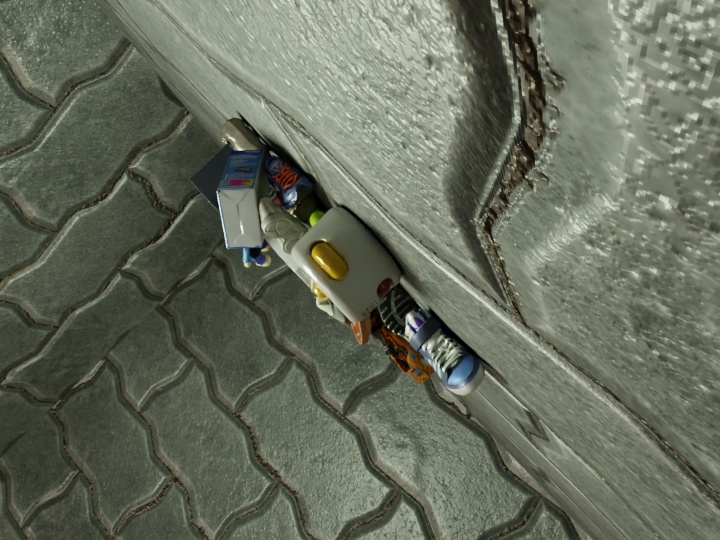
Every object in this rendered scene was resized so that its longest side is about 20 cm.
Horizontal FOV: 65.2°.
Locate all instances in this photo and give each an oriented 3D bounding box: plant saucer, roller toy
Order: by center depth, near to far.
[{"bbox_3d":[-0.029,-0.005,1.007,0.183,0.140,0.200,48,175,-26],"label":"roller toy"},{"bbox_3d":[-0.013,0.063,1.255,0.200,0.032,0.204,164,91,-82],"label":"plant saucer"}]

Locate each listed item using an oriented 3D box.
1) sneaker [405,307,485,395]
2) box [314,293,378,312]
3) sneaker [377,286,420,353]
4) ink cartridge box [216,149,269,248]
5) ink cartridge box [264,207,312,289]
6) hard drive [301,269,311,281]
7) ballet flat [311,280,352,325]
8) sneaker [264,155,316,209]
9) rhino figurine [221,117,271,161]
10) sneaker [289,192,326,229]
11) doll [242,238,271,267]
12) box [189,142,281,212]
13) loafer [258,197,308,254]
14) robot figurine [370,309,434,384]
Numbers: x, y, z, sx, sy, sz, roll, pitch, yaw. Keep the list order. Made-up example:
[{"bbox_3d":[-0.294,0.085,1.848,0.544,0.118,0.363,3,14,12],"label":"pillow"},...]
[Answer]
[{"bbox_3d":[0.141,0.142,1.059,0.146,0.081,0.200,44,-178,-15],"label":"sneaker"},{"bbox_3d":[-0.015,0.099,1.445,0.198,0.022,0.163,24,171,-13],"label":"box"},{"bbox_3d":[0.093,0.101,1.229,0.201,0.078,0.090,51,-179,-26],"label":"sneaker"},{"bbox_3d":[-0.231,-0.156,1.150,0.201,0.075,0.138,-89,-1,-54],"label":"ink cartridge box"},{"bbox_3d":[-0.135,-0.069,1.439,0.146,0.147,0.200,46,176,17],"label":"ink cartridge box"},{"bbox_3d":[-0.072,-0.014,1.415,0.027,0.132,0.200,45,176,15],"label":"hard drive"},{"bbox_3d":[-0.066,0.045,1.180,0.072,0.072,0.202,42,157,41],"label":"ballet flat"},{"bbox_3d":[-0.149,-0.176,1.098,0.079,0.075,0.200,52,172,-27],"label":"sneaker"},{"bbox_3d":[-0.229,-0.255,1.234,0.200,0.060,0.088,44,164,4],"label":"rhino figurine"},{"bbox_3d":[-0.100,-0.123,1.224,0.089,0.068,0.200,34,175,-12],"label":"sneaker"},{"bbox_3d":[-0.265,-0.073,1.376,0.200,0.048,0.139,64,-155,-76],"label":"doll"},{"bbox_3d":[-0.285,-0.209,1.399,0.104,0.182,0.200,44,176,30],"label":"box"},{"bbox_3d":[-0.148,-0.089,1.135,0.064,0.071,0.200,65,-174,19],"label":"loafer"},{"bbox_3d":[0.089,0.166,1.312,0.200,0.058,0.146,48,-165,-25],"label":"robot figurine"}]
